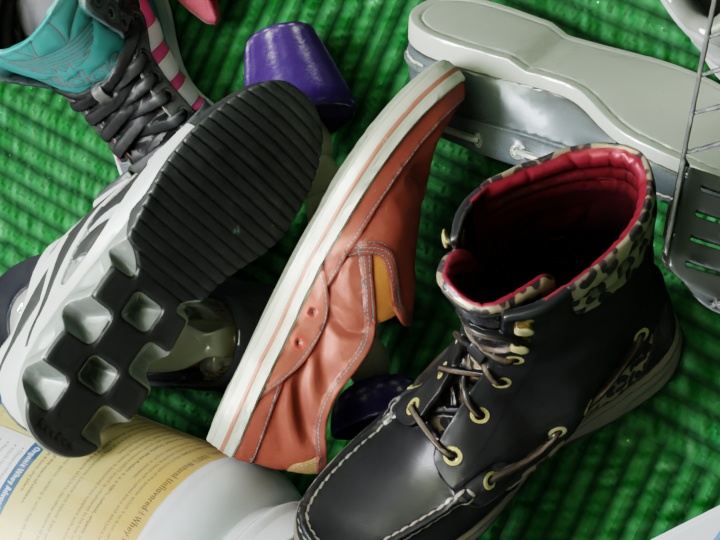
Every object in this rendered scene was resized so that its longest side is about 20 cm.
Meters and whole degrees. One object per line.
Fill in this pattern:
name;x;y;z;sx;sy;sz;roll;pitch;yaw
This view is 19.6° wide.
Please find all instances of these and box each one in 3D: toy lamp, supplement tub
toy lamp;-0.015;-0.022;0.998;0.058;0.058;0.201;-22;73;25
supplement tub;-0.111;0.142;0.979;0.199;0.144;0.145;17;92;30

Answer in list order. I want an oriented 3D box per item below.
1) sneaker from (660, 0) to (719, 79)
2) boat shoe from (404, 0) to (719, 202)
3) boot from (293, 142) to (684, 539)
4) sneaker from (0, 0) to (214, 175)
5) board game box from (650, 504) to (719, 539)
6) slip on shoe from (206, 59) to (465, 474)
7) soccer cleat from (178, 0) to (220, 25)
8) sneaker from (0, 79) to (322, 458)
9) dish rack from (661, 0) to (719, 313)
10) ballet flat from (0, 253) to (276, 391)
sneaker;0.141;-0.175;0.907;0.078;0.099;0.201;-32;70;21
boat shoe;0.105;-0.062;0.943;0.199;0.073;0.062;27;128;25
boot;0.050;0.039;0.863;0.199;0.151;0.073;-31;60;-10
sneaker;-0.123;-0.091;1.029;0.083;0.121;0.201;-37;69;20
board game box;0.123;0.176;0.837;0.199;0.035;0.127;-26;77;2
slip on shoe;0.000;0.000;0.931;0.061;0.074;0.201;26;89;-2
soccer cleat;-0.025;-0.204;1.033;0.200;0.067;0.077;-34;100;15
sneaker;-0.102;-0.014;0.964;0.200;0.074;0.088;-49;33;-9
dish rack;0.202;-0.068;0.834;0.153;0.055;0.201;16;79;-12
ballet flat;-0.122;0.028;1.040;0.199;0.073;0.074;4;85;29
